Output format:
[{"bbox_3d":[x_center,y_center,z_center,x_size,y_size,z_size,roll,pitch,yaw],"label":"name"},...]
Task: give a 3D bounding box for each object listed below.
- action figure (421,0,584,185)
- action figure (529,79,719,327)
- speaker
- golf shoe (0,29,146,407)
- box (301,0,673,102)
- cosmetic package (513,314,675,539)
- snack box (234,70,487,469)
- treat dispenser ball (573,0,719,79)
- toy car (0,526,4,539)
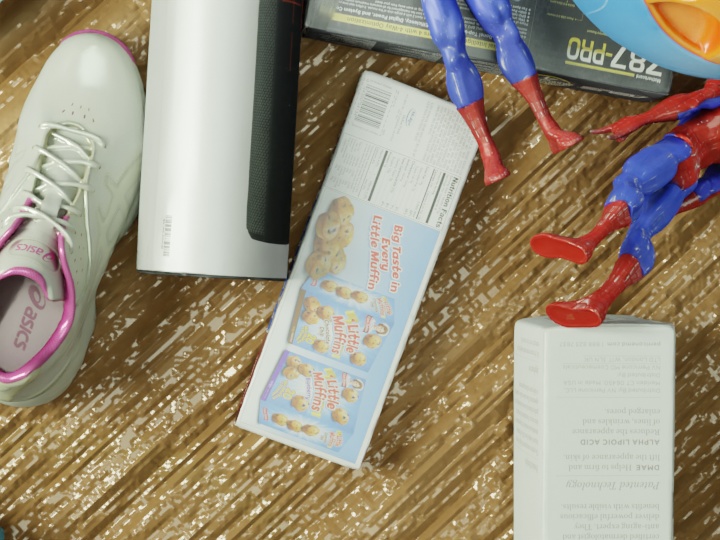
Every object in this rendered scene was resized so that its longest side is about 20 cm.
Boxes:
[{"bbox_3d":[0.049,-0.146,0.959,0.065,0.099,0.201,-25,91,-4],"label":"action figure"},{"bbox_3d":[0.155,-0.049,1.000,0.200,0.052,0.066,-41,123,-35],"label":"action figure"},{"bbox_3d":[-0.072,-0.097,1.002,0.081,0.081,0.201,4,90,-5],"label":"speaker"},{"bbox_3d":[-0.153,-0.026,0.990,0.075,0.092,0.201,12,88,-3],"label":"golf shoe"},{"bbox_3d":[0.079,-0.186,1.029,0.199,0.049,0.162,9,88,-5],"label":"box"},{"bbox_3d":[0.120,0.125,1.009,0.074,0.102,0.201,-1,92,-3],"label":"cosmetic package"},{"bbox_3d":[0.000,0.000,1.035,0.072,0.024,0.201,20,89,-6],"label":"snack box"},{"bbox_3d":[0.179,-0.191,0.916,0.200,0.201,0.202,0,90,-5],"label":"treat dispenser ball"},{"bbox_3d":[-0.281,0.186,0.925,0.176,0.200,0.185,26,88,-5],"label":"toy car"}]
